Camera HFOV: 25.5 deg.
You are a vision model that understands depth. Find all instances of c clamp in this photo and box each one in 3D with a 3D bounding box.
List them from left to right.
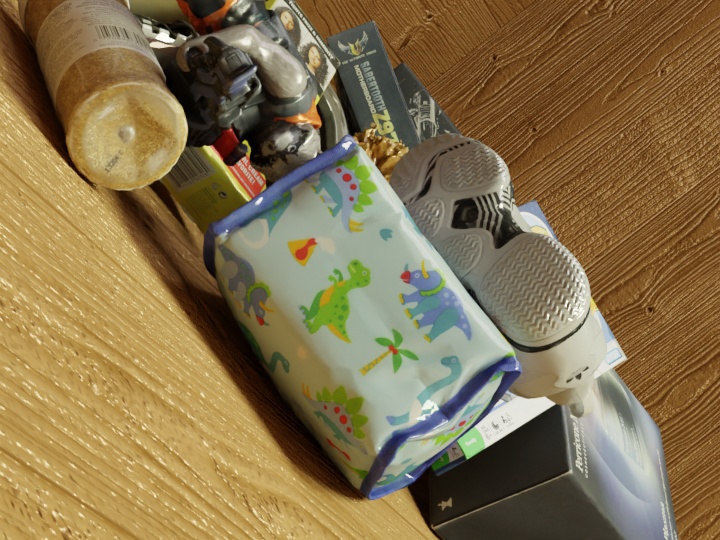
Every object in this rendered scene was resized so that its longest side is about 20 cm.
[{"bbox_3d":[-0.051,-0.083,1.224,0.171,0.027,0.201,35,47,-48],"label":"c clamp"}]

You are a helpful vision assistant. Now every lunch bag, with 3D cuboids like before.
[{"bbox_3d":[-0.004,0.041,0.950,0.170,0.127,0.200,54,-17,12],"label":"lunch bag"}]

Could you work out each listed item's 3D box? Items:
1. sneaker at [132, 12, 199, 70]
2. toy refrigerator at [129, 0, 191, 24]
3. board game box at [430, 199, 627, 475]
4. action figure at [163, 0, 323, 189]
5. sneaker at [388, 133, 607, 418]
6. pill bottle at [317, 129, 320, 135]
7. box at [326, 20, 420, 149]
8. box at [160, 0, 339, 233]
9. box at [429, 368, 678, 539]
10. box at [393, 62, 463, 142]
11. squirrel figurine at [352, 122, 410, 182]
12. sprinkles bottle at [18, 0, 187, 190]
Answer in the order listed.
[{"bbox_3d":[-0.156,-0.163,1.150,0.077,0.082,0.200,56,5,37],"label":"sneaker"},{"bbox_3d":[-0.130,-0.221,1.203,0.200,0.070,0.077,23,65,-64],"label":"toy refrigerator"},{"bbox_3d":[0.087,0.040,1.090,0.199,0.034,0.136,-25,82,-46],"label":"board game box"},{"bbox_3d":[-0.066,-0.140,0.910,0.195,0.104,0.200,70,-16,-9],"label":"action figure"},{"bbox_3d":[0.085,0.005,0.980,0.200,0.075,0.115,55,-7,47],"label":"sneaker"},{"bbox_3d":[-0.045,-0.071,1.402,0.112,0.111,0.200,51,5,-17],"label":"pill bottle"},{"bbox_3d":[0.021,-0.120,1.465,0.200,0.051,0.159,79,-10,-77],"label":"box"},{"bbox_3d":[-0.080,-0.115,1.108,0.075,0.050,0.200,52,35,-19],"label":"box"},{"bbox_3d":[0.150,0.157,1.224,0.199,0.123,0.201,48,26,-33],"label":"box"},{"bbox_3d":[0.030,-0.076,1.663,0.182,0.200,0.104,54,5,25],"label":"box"},{"bbox_3d":[0.000,0.000,1.158,0.186,0.141,0.201,23,48,-40],"label":"squirrel figurine"},{"bbox_3d":[-0.155,-0.122,0.936,0.068,0.068,0.200,49,6,-36],"label":"sprinkles bottle"}]
